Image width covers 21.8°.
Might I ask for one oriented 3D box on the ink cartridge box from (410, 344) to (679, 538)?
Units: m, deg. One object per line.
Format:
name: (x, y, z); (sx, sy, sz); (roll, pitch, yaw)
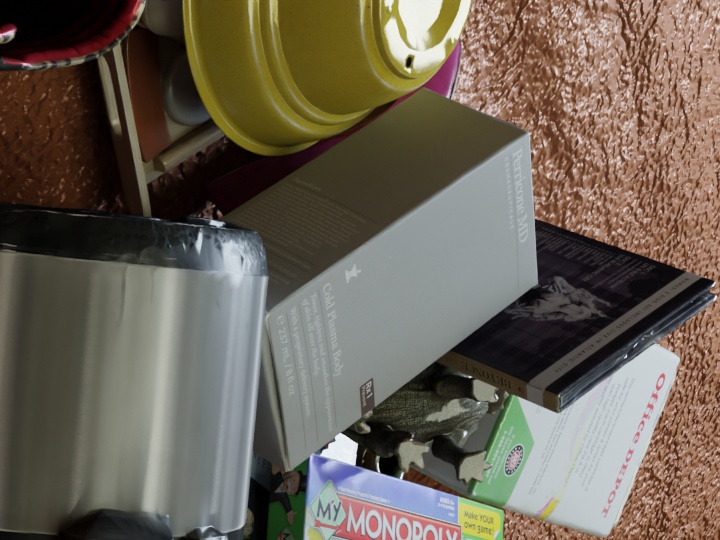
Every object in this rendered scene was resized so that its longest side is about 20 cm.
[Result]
ink cartridge box: (0.125, 0.093, 1.302); (0.199, 0.087, 0.146); (24, 89, -51)

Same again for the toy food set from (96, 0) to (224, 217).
toy food set: (-0.060, -0.131, 0.989); (0.200, 0.060, 0.144); (-35, 132, -35)

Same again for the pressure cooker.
pressure cooker: (-0.130, 0.072, 0.825); (0.176, 0.177, 0.202); (2, 94, -72)

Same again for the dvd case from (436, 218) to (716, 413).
dvd case: (0.079, 0.012, 1.068); (0.148, 0.199, 0.016); (-30, 127, -39)

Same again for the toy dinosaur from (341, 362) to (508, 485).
toy dinosaur: (0.018, 0.075, 1.052); (0.198, 0.102, 0.078); (-9, 102, -18)

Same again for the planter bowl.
planter bowl: (0.003, -0.150, 0.958); (0.200, 0.083, 0.202); (-32, 129, -49)

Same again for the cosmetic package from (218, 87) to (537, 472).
cosmetic package: (0.000, 0.000, 0.977); (0.199, 0.090, 0.107); (-34, 134, -29)

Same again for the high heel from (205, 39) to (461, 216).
high heel: (-0.010, -0.091, 1.076); (0.096, 0.067, 0.201); (37, 56, -18)

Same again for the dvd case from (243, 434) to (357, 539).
dvd case: (-0.068, 0.082, 1.021); (0.200, 0.017, 0.144); (38, 46, -41)

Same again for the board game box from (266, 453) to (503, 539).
board game box: (0.016, 0.187, 1.053); (0.199, 0.029, 0.136); (23, 66, -51)

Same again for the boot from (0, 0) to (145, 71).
boot: (-0.197, -0.128, 0.748); (0.199, 0.150, 0.074); (2, 106, -51)

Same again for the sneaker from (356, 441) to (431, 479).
sneaker: (0.047, 0.061, 1.154); (0.201, 0.075, 0.070); (-60, 141, -10)
